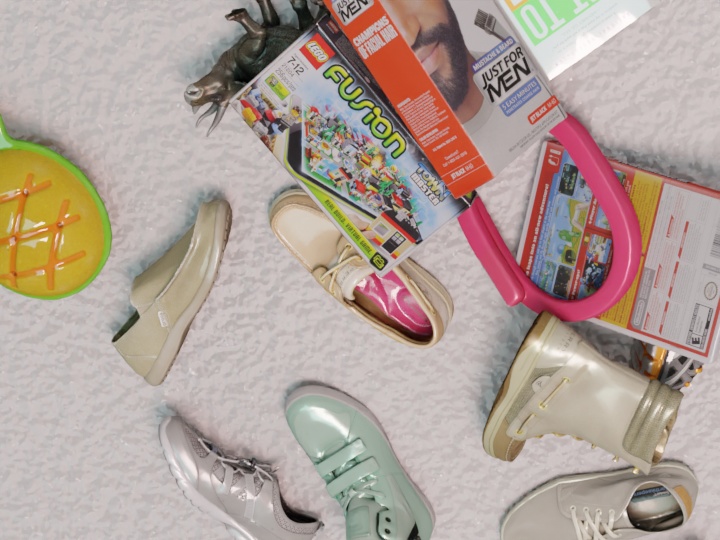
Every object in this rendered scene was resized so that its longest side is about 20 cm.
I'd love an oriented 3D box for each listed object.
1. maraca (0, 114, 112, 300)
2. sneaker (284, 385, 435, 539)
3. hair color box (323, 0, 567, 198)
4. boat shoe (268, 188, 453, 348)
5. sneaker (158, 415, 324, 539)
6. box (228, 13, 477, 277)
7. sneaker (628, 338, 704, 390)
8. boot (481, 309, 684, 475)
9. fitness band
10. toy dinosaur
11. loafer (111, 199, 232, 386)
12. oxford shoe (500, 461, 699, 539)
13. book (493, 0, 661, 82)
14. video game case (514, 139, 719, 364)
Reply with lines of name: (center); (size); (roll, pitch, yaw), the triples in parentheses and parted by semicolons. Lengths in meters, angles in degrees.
maraca: (-0.316, -0.060, 1.478); (0.200, 0.107, 0.137); (44, 103, -9)
sneaker: (-0.004, 0.203, 1.528); (0.074, 0.118, 0.201); (-37, 101, 21)
hair color box: (0.071, -0.176, 1.339); (0.201, 0.111, 0.064); (55, 144, -5)
boat shoe: (0.000, 0.000, 1.476); (0.199, 0.069, 0.074); (34, 112, -6)
sneaker: (-0.117, 0.206, 1.581); (0.082, 0.075, 0.200); (-41, 108, 5)
box: (-0.006, -0.104, 1.373); (0.110, 0.035, 0.200); (-38, 98, 25)
sneaker: (0.293, 0.056, 1.454); (0.076, 0.078, 0.202); (12, 114, -7)
boot: (0.197, 0.137, 1.452); (0.154, 0.072, 0.201); (28, 143, 10)
fitness band: (0.162, -0.050, 1.422); (0.143, 0.037, 0.201); (-35, 80, 28)
toy dinosaur: (-0.058, -0.189, 1.414); (0.197, 0.077, 0.103); (-6, 119, 14)
loafer: (-0.177, 0.017, 1.504); (0.068, 0.076, 0.201); (23, 113, -8)
oxford shoe: (0.225, 0.233, 1.540); (0.198, 0.058, 0.076); (-18, 110, 16)
book: (0.145, -0.274, 1.368); (0.133, 0.048, 0.201); (-33, 100, 17)
video game case: (0.233, -0.018, 1.412); (0.198, 0.017, 0.145); (20, 108, 27)
